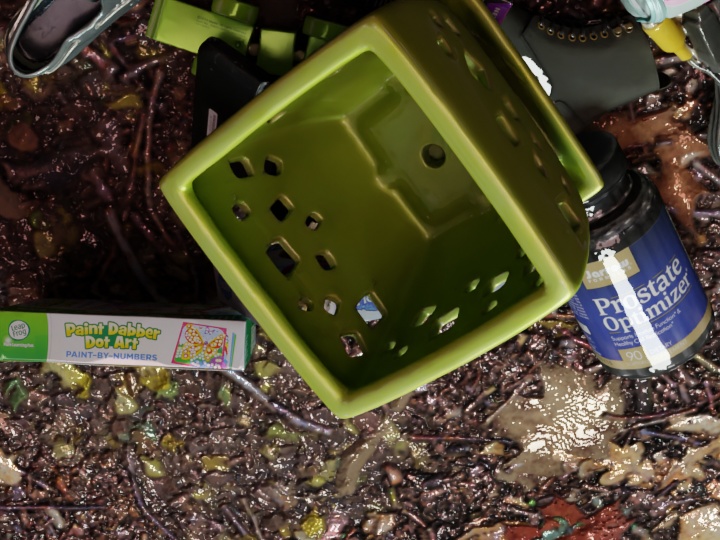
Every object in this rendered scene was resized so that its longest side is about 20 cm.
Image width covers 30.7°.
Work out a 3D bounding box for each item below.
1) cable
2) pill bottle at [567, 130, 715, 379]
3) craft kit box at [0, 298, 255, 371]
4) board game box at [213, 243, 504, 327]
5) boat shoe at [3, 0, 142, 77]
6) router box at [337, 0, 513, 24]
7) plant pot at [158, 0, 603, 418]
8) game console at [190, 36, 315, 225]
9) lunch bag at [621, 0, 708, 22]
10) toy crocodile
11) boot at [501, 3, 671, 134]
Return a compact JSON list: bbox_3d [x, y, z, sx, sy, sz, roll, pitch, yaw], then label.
[{"bbox_3d":[0.293,-0.177,1.084,0.097,0.050,0.200,-44,130,-12],"label":"cable"},{"bbox_3d":[0.217,-0.015,1.121,0.112,0.112,0.200,-26,117,12],"label":"pill bottle"},{"bbox_3d":[-0.189,0.051,1.102,0.197,0.200,0.049,0,91,-3],"label":"craft kit box"},{"bbox_3d":[0.000,0.000,1.044,0.199,0.199,0.041,-11,101,-18],"label":"board game box"},{"bbox_3d":[-0.205,-0.222,1.023,0.200,0.062,0.073,-38,113,18],"label":"boat shoe"},{"bbox_3d":[0.033,-0.256,0.932,0.149,0.200,0.051,17,137,-12],"label":"router box"},{"bbox_3d":[0.029,-0.058,0.835,0.200,0.182,0.199,-31,101,33],"label":"plant pot"},{"bbox_3d":[-0.033,-0.118,1.048,0.176,0.116,0.200,36,157,6],"label":"game console"},{"bbox_3d":[0.192,-0.277,0.931,0.077,0.160,0.201,-23,99,13],"label":"lunch bag"},{"bbox_3d":[-0.073,-0.178,1.057,0.199,0.062,0.068,13,101,-5],"label":"toy crocodile"},{"bbox_3d":[0.155,-0.197,1.048,0.138,0.078,0.200,-26,130,8],"label":"boot"}]
